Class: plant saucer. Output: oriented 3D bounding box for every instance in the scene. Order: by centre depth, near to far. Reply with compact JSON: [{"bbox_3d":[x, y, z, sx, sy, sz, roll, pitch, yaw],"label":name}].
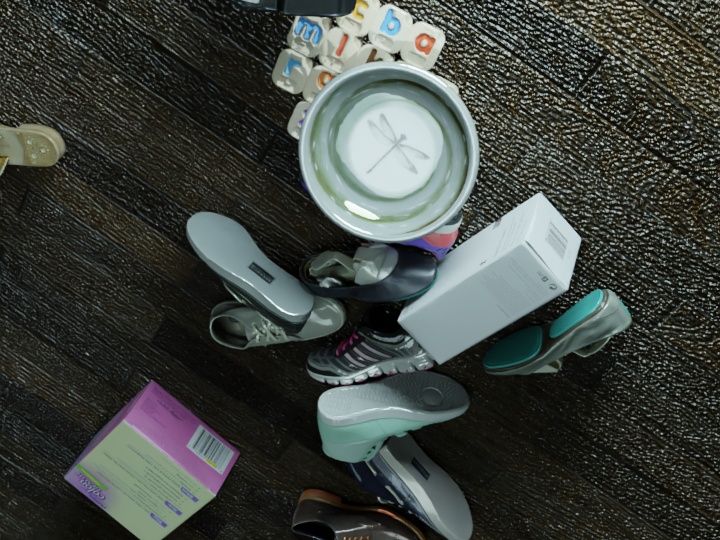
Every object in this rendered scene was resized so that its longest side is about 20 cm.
[{"bbox_3d":[0.033,-0.132,1.205,0.199,0.050,0.201,3,108,10],"label":"plant saucer"}]

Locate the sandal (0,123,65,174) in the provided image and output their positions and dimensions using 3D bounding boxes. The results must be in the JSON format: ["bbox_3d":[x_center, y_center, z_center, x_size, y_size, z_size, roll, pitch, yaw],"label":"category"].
[{"bbox_3d":[-0.493,-0.150,1.429,0.211,0.070,0.078,-1,123,22],"label":"sandal"}]

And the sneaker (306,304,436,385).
[{"bbox_3d":[0.011,0.088,1.396,0.199,0.074,0.088,-12,111,30],"label":"sneaker"}]

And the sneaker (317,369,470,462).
[{"bbox_3d":[0.041,0.197,1.440,0.200,0.074,0.118,-5,138,-8],"label":"sneaker"}]

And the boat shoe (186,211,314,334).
[{"bbox_3d":[-0.147,0.007,1.388,0.200,0.071,0.064,41,143,12],"label":"boat shoe"}]

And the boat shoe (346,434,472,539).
[{"bbox_3d":[0.068,0.306,1.530,0.093,0.075,0.200,-31,99,40],"label":"boat shoe"}]

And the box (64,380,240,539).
[{"bbox_3d":[-0.315,0.294,1.651,0.176,0.097,0.200,41,127,-9],"label":"box"}]

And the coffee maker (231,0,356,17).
[{"bbox_3d":[-0.038,-0.355,1.066,0.192,0.135,0.200,14,128,11],"label":"coffee maker"}]

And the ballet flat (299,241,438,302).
[{"bbox_3d":[0.000,0.000,1.310,0.200,0.073,0.073,-3,124,45],"label":"ballet flat"}]

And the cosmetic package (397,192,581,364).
[{"bbox_3d":[0.148,0.012,1.262,0.200,0.113,0.081,-34,107,33],"label":"cosmetic package"}]

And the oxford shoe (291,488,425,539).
[{"bbox_3d":[-0.005,0.387,1.606,0.199,0.073,0.071,12,126,13],"label":"oxford shoe"}]

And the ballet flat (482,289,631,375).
[{"bbox_3d":[0.236,0.091,1.311,0.064,0.067,0.200,42,128,-19],"label":"ballet flat"}]

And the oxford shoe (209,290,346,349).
[{"bbox_3d":[-0.113,0.070,1.441,0.199,0.058,0.075,-4,118,22],"label":"oxford shoe"}]

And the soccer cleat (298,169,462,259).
[{"bbox_3d":[0.018,-0.071,1.287,0.199,0.068,0.073,19,132,6],"label":"soccer cleat"}]

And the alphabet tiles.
[{"bbox_3d":[0.004,-0.208,1.222,0.200,0.015,0.196,28,123,1],"label":"alphabet tiles"}]
